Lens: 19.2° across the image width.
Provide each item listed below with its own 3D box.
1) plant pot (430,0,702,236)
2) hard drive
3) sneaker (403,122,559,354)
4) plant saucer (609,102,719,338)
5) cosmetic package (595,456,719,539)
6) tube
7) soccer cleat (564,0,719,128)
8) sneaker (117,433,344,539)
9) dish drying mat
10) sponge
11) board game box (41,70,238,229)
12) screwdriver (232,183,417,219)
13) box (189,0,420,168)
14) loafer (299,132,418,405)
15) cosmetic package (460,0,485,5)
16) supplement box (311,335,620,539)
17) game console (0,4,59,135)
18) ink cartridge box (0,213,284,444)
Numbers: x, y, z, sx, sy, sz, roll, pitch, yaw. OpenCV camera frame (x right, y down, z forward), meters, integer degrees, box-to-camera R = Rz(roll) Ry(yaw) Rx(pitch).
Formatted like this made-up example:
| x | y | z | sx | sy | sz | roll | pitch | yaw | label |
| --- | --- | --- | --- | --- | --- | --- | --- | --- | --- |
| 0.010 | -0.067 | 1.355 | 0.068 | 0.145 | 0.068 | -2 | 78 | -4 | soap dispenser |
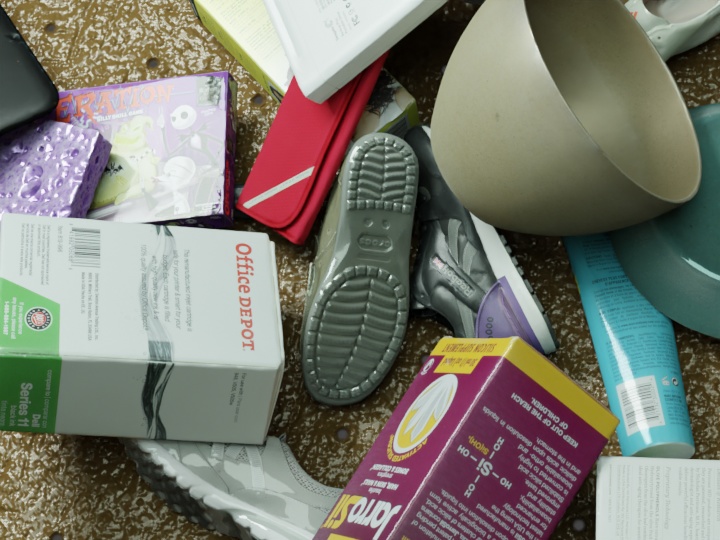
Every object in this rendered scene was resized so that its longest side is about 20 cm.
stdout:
| x | y | z | sx | sy | sz | roll | pitch | yaw | label |
| --- | --- | --- | --- | --- | --- | --- | --- | --- | --- |
| 0.128 | -0.103 | 1.503 | 0.134 | 0.200 | 0.202 | -34 | 65 | 30 | plant pot |
| 0.017 | -0.230 | 1.532 | 0.200 | 0.027 | 0.133 | -38 | 56 | 22 | hard drive |
| 0.063 | -0.012 | 1.562 | 0.087 | 0.076 | 0.201 | -28 | 71 | 2 | sneaker |
| 0.280 | -0.045 | 1.550 | 0.198 | 0.036 | 0.201 | 0 | 63 | 0 | plant saucer |
| 0.259 | 0.182 | 1.447 | 0.198 | 0.108 | 0.086 | 1 | 69 | 6 | cosmetic package |
| 0.197 | 0.044 | 1.542 | 0.077 | 0.050 | 0.201 | -4 | 63 | -8 | tube |
| 0.197 | -0.165 | 1.601 | 0.199 | 0.078 | 0.069 | -37 | 69 | -7 | soccer cleat |
| -0.087 | 0.146 | 1.532 | 0.199 | 0.075 | 0.082 | 32 | 67 | 7 | sneaker |
| -0.029 | -0.124 | 1.571 | 0.077 | 0.018 | 0.201 | 31 | 100 | 42 | dish drying mat |
| -0.293 | -0.072 | 1.628 | 0.199 | 0.030 | 0.112 | 15 | 76 | 26 | sponge |
| -0.192 | -0.083 | 1.630 | 0.198 | 0.032 | 0.121 | -6 | 64 | 15 | board game box |
| -0.029 | -0.049 | 1.622 | 0.198 | 0.029 | 0.028 | 4 | 69 | -1 | screwdriver |
| -0.045 | -0.165 | 1.647 | 0.075 | 0.050 | 0.200 | -41 | 69 | -8 | box |
| 0.000 | 0.000 | 1.567 | 0.075 | 0.070 | 0.202 | 14 | 90 | -11 | loafer |
| 0.058 | -0.302 | 1.635 | 0.052 | 0.150 | 0.201 | -34 | 64 | 34 | cosmetic package |
| 0.064 | 0.152 | 1.449 | 0.103 | 0.131 | 0.201 | 38 | 75 | -17 | supplement box |
| -0.351 | -0.131 | 1.648 | 0.200 | 0.116 | 0.176 | 54 | 126 | 30 | game console |
| -0.160 | 0.042 | 1.512 | 0.198 | 0.083 | 0.147 | 4 | 41 | -10 | ink cartridge box |
